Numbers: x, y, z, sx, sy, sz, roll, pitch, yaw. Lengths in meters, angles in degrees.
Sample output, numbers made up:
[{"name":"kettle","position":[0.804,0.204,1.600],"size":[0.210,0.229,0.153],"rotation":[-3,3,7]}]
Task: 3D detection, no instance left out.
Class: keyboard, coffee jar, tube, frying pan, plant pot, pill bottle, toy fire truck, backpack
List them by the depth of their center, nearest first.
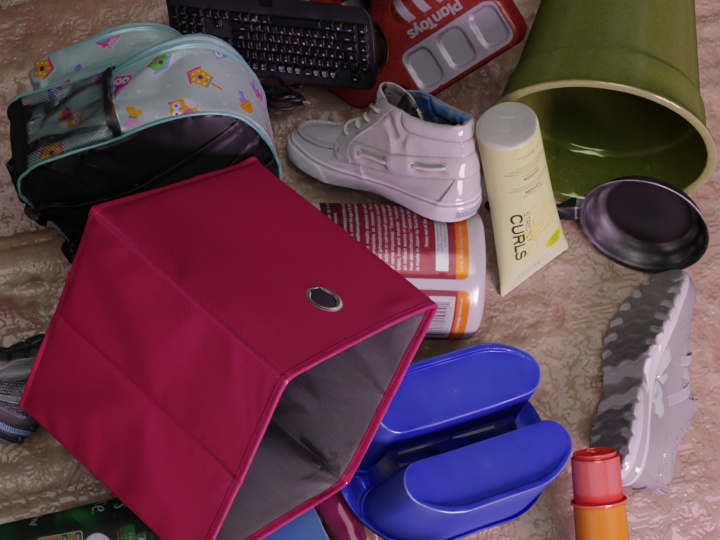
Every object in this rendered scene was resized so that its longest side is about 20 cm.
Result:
[{"name":"coffee jar","position":[-0.189,0.222,1.325],"size":[0.198,0.104,0.086],"rotation":[-13,80,6]},{"name":"backpack","position":[-0.167,-0.108,1.369],"size":[0.198,0.176,0.154],"rotation":[-14,58,12]},{"name":"tube","position":[0.136,-0.057,1.406],"size":[0.057,0.201,0.052],"rotation":[-1,54,12]},{"name":"pill bottle","position":[0.000,0.000,1.411],"size":[0.198,0.113,0.114],"rotation":[2,78,-6]},{"name":"keyboard","position":[-0.079,-0.178,1.423],"size":[0.198,0.105,0.040],"rotation":[10,38,27]},{"name":"toy fire truck","position":[0.023,-0.218,1.442],"size":[0.199,0.112,0.169],"rotation":[-31,94,29]},{"name":"plant pot","position":[0.215,-0.185,1.453],"size":[0.198,0.200,0.191],"rotation":[13,64,-3]},{"name":"frying pan","position":[0.215,-0.039,1.474],"size":[0.115,0.189,0.031],"rotation":[55,45,-35]}]

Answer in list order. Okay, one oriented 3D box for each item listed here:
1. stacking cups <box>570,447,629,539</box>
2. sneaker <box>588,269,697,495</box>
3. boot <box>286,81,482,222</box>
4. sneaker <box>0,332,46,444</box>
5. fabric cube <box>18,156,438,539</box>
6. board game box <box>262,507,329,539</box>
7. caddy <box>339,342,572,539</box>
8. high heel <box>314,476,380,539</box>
[{"name":"stacking cups","position":[0.204,0.247,1.383],"size":[0.060,0.060,0.202],"rotation":[-3,93,-7]},{"name":"sneaker","position":[0.254,0.097,1.452],"size":[0.082,0.074,0.202],"rotation":[28,72,-30]},{"name":"boot","position":[0.019,-0.116,1.407],"size":[0.199,0.096,0.073],"rotation":[21,37,32]},{"name":"sneaker","position":[-0.269,0.097,1.394],"size":[0.198,0.073,0.083],"rotation":[-4,102,-7]},{"name":"fabric cube","position":[-0.098,0.063,1.259],"size":[0.199,0.201,0.196],"rotation":[39,34,21]},{"name":"board game box","position":[-0.072,0.266,1.364],"size":[0.158,0.039,0.201],"rotation":[-36,67,19]},{"name":"caddy","position":[0.075,0.145,1.390],"size":[0.199,0.105,0.142],"rotation":[-14,69,-26]},{"name":"high heel","position":[0.025,0.235,1.388],"size":[0.200,0.067,0.096],"rotation":[39,87,16]}]
